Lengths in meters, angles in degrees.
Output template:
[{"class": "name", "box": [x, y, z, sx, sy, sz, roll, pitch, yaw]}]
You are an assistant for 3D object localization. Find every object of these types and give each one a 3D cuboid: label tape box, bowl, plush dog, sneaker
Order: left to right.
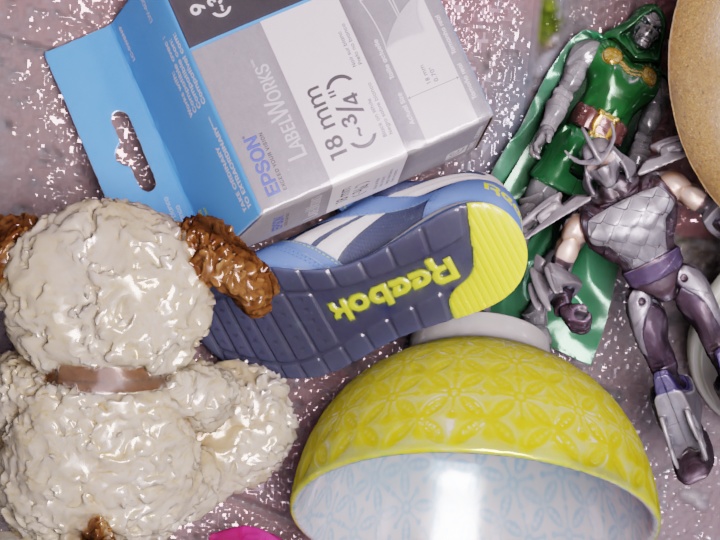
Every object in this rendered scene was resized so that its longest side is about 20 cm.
[{"class": "plush dog", "box": [-0.129, 0.048, 0.809, 0.198, 0.161, 0.174, 2, 107, -1]}, {"class": "label tape box", "box": [-0.050, -0.098, 0.850, 0.199, 0.063, 0.145, -24, 83, -9]}, {"class": "sneaker", "box": [0.000, 0.000, 0.886, 0.198, 0.082, 0.074, -15, 116, 18]}, {"class": "bowl", "box": [0.064, 0.088, 0.884, 0.198, 0.200, 0.109, 12, 61, -14]}]

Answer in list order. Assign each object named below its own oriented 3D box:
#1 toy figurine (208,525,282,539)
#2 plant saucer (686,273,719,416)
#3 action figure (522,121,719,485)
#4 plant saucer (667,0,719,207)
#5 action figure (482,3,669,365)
[{"class": "toy figurine", "box": [-0.094, 0.221, 0.890, 0.182, 0.150, 0.202, -14, 123, -19]}, {"class": "plant saucer", "box": [0.288, 0.046, 0.920, 0.198, 0.050, 0.201, -2, 133, -2]}, {"class": "action figure", "box": [0.164, 0.012, 0.872, 0.129, 0.069, 0.201, -24, 99, 19]}, {"class": "plant saucer", "box": [0.254, -0.105, 0.823, 0.198, 0.035, 0.202, -1, 95, -15]}, {"class": "action figure", "box": [0.124, -0.061, 0.923, 0.117, 0.055, 0.201, 25, 89, -12]}]
